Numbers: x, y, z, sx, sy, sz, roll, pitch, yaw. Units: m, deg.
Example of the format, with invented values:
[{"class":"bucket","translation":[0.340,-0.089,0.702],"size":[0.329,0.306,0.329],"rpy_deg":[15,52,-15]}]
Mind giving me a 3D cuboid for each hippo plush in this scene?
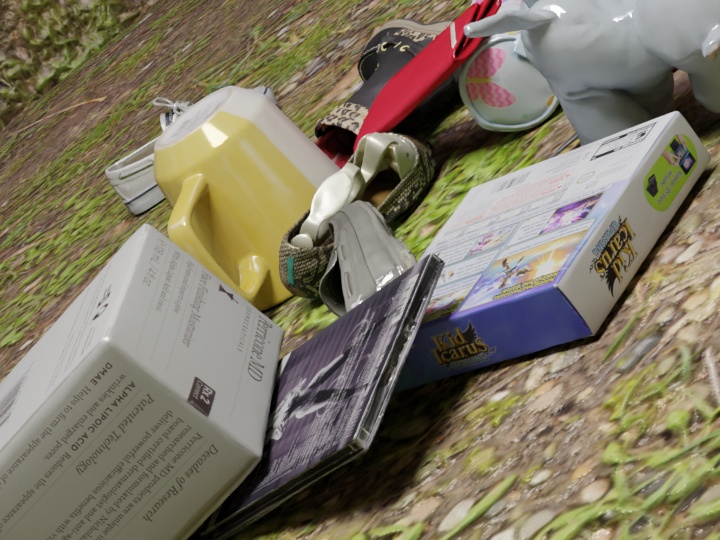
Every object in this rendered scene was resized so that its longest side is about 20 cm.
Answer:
[{"class":"hippo plush","translation":[0.200,-0.173,1.485],"size":[0.161,0.200,0.159],"rpy_deg":[-14,46,35]}]

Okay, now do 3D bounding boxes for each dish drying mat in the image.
[{"class":"dish drying mat","translation":[0.049,-0.157,1.800],"size":[0.077,0.018,0.200],"rpy_deg":[-62,13,-28]}]

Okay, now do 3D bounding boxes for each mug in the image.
[{"class":"mug","translation":[-0.088,-0.063,1.823],"size":[0.149,0.153,0.187],"rpy_deg":[-37,17,0]}]

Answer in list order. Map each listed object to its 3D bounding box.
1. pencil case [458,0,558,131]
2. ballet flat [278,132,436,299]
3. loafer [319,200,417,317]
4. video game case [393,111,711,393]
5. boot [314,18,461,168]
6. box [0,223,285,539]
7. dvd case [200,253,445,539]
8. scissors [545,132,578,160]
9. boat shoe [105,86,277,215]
[{"class":"pencil case","translation":[0.128,-0.185,1.817],"size":[0.091,0.083,0.200],"rpy_deg":[-49,11,25]},{"class":"ballet flat","translation":[0.000,-0.062,1.766],"size":[0.068,0.075,0.200],"rpy_deg":[22,52,25]},{"class":"loafer","translation":[0.000,0.000,1.616],"size":[0.070,0.070,0.200],"rpy_deg":[-30,17,-2]},{"class":"video game case","translation":[0.109,-0.009,1.451],"size":[0.200,0.045,0.181],"rpy_deg":[-20,24,48]},{"class":"boot","translation":[0.018,-0.152,1.990],"size":[0.151,0.073,0.200],"rpy_deg":[-44,23,-20]},{"class":"box","translation":[-0.166,0.108,1.501],"size":[0.200,0.131,0.199],"rpy_deg":[-46,14,19]},{"class":"dvd case","translation":[-0.025,0.084,1.422],"size":[0.200,0.016,0.149],"rpy_deg":[-36,25,51]},{"class":"scissors","translation":[0.202,-0.137,1.665],"size":[0.200,0.014,0.073],"rpy_deg":[-38,19,4]},{"class":"boat shoe","translation":[-0.189,-0.150,2.382],"size":[0.202,0.086,0.075],"rpy_deg":[-35,17,13]}]
